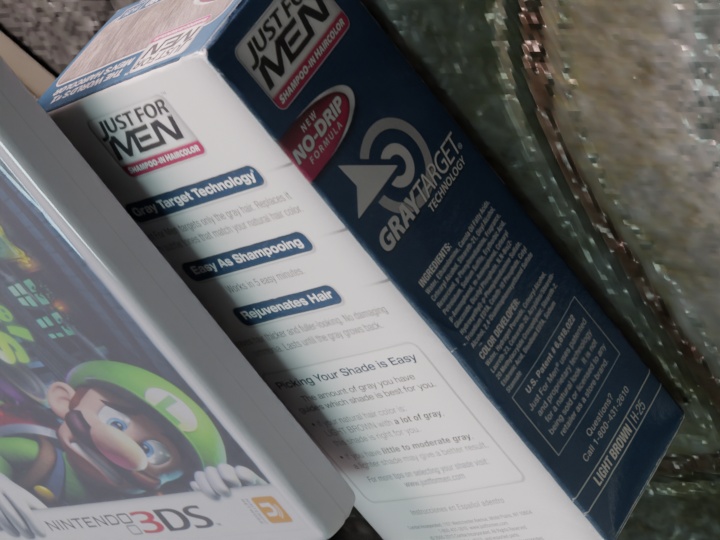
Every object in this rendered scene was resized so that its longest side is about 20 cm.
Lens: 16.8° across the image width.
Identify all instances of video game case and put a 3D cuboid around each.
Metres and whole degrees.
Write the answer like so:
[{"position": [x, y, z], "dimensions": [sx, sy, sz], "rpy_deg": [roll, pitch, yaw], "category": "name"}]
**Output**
[{"position": [-0.120, 0.018, 0.781], "dimensions": [0.181, 0.023, 0.200], "rpy_deg": [-11, 124, 46], "category": "video game case"}]

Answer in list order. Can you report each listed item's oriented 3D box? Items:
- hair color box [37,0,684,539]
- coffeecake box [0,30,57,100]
[{"position": [0.000, 0.000, 0.746], "dimensions": [0.100, 0.061, 0.200], "rpy_deg": [-14, 123, 49], "category": "hair color box"}, {"position": [-0.170, -0.013, 0.872], "dimensions": [0.153, 0.073, 0.200], "rpy_deg": [40, 146, -6], "category": "coffeecake box"}]
